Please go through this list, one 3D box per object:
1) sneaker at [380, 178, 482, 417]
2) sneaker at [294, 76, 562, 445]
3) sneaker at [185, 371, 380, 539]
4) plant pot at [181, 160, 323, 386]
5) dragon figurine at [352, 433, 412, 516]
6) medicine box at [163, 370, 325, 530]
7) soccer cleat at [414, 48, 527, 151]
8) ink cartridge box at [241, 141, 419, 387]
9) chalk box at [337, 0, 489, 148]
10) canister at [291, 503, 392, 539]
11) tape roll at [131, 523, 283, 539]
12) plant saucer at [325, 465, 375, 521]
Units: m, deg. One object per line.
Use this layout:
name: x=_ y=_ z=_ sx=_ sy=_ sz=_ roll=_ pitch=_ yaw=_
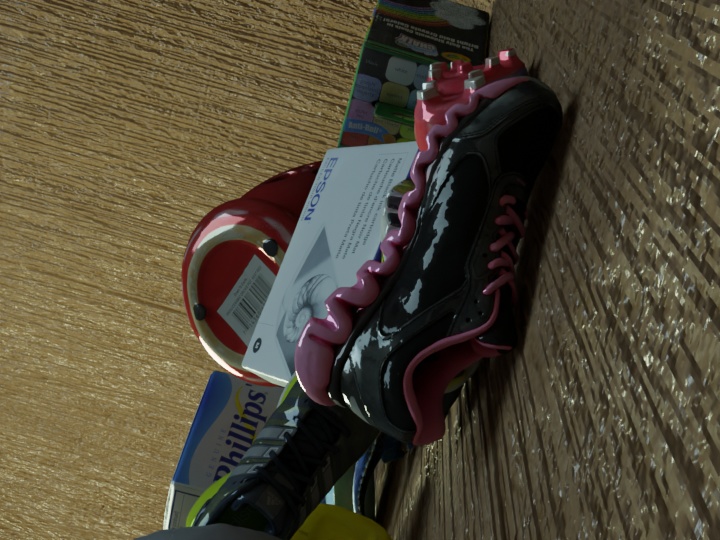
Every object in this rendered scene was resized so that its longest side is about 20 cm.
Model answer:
sneaker: x=0.036 y=0.018 z=0.695 sx=0.201 sy=0.074 sz=0.085 roll=-77 pitch=4 yaw=-51
sneaker: x=0.054 y=0.000 z=0.559 sx=0.079 sy=0.095 sz=0.201 roll=27 pitch=-84 yaw=-52
sneaker: x=-0.044 y=0.130 z=0.711 sx=0.201 sy=0.074 sz=0.081 roll=-54 pitch=5 yaw=5
plant pot: x=-0.063 y=0.002 z=1.078 sx=0.182 sy=0.199 sz=0.202 roll=-21 pitch=-48 yaw=-55
dragon figurine: x=0.018 y=0.104 z=0.834 sx=0.100 sy=0.058 sz=0.201 roll=108 pitch=178 yaw=-67
medicine box: x=-0.099 y=0.229 z=1.240 sx=0.183 sy=0.198 sz=0.103 roll=-77 pitch=3 yaw=-53
soccer cleat: x=0.072 y=-0.092 z=0.697 sx=0.200 sy=0.066 sz=0.077 roll=-56 pitch=-44 yaw=-70
ink cartridge box: x=0.000 y=0.000 z=0.827 sx=0.199 sy=0.040 sz=0.201 roll=5 pitch=71 yaw=59
chalk box: x=0.053 y=-0.184 z=1.129 sx=0.201 sy=0.124 sz=0.125 roll=-75 pitch=1 yaw=-53
canister: x=-0.048 y=0.286 z=0.790 sx=0.149 sy=0.086 sz=0.201 roll=-52 pitch=-19 yaw=-66
tape roll: x=-0.090 y=0.256 z=0.669 sx=0.066 sy=0.199 sz=0.202 roll=-78 pitch=4 yaw=-70
plant saucer: x=-0.010 y=0.178 z=0.970 sx=0.201 sy=0.038 sz=0.203 roll=177 pitch=90 yaw=-85
